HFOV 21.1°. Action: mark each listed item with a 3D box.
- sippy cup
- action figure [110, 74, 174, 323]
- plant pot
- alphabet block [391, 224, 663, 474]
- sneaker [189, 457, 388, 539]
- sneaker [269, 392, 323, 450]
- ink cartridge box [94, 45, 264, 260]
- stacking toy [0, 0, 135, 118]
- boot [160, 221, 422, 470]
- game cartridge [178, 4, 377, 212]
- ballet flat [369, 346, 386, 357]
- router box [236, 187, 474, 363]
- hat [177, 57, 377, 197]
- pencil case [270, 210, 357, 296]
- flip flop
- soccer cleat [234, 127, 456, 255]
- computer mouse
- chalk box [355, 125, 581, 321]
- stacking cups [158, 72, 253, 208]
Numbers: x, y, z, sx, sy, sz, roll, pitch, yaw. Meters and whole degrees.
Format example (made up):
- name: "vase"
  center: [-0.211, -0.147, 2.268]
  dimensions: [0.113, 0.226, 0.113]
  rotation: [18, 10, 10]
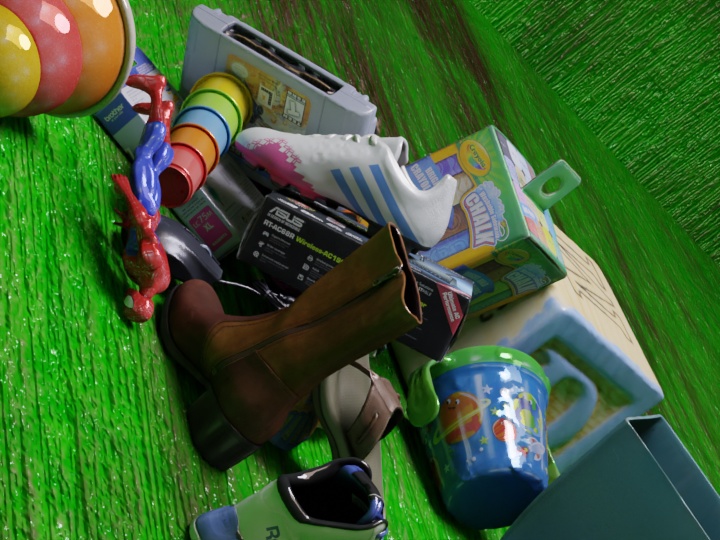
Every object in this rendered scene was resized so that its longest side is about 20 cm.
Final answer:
- name: "sippy cup"
  center: [0.117, 0.162, 1.789]
  dimensions: [0.176, 0.140, 0.131]
  rotation: [5, 47, -14]
- name: "action figure"
  center: [-0.168, -0.051, 1.495]
  dimensions: [0.066, 0.051, 0.202]
  rotation: [90, -4, -62]
- name: "plant pot"
  center: [0.215, 0.245, 1.727]
  dimensions: [0.142, 0.200, 0.141]
  rotation: [56, 16, 15]
- name: "alphabet block"
  center: [0.156, 0.072, 1.962]
  dimensions: [0.196, 0.195, 0.201]
  rotation: [41, 20, -39]
- name: "sneaker"
  center: [-0.012, 0.199, 1.342]
  dimensions: [0.199, 0.115, 0.081]
  rotation: [39, 21, -38]
- name: "sneaker"
  center: [-0.058, 0.089, 1.571]
  dimensions: [0.088, 0.075, 0.200]
  rotation: [40, 8, 14]
- name: "ink cartridge box"
  center: [-0.166, -0.108, 1.726]
  dimensions: [0.201, 0.042, 0.119]
  rotation: [53, 18, -6]
- name: "stacking toy"
  center: [-0.274, -0.162, 1.445]
  dimensions: [0.146, 0.146, 0.200]
  rotation: [51, 33, 0]
- name: "boot"
  center: [-0.055, 0.026, 1.447]
  dimensions: [0.068, 0.200, 0.189]
  rotation: [40, 19, -31]
- name: "game cartridge"
  center: [-0.080, -0.140, 1.751]
  dimensions: [0.199, 0.134, 0.041]
  rotation: [31, 40, 19]
- name: "ballet flat"
  center: [-0.015, 0.059, 1.736]
  dimensions: [0.074, 0.074, 0.200]
  rotation: [55, 16, 11]
- name: "router box"
  center: [0.000, 0.000, 1.671]
  dimensions: [0.199, 0.063, 0.150]
  rotation: [27, 6, 1]
- name: "hat"
  center: [-0.086, -0.121, 1.870]
  dimensions: [0.201, 0.199, 0.081]
  rotation: [59, -24, 23]
- name: "pencil case"
  center: [-0.028, -0.017, 1.845]
  dimensions: [0.089, 0.088, 0.200]
  rotation: [54, 18, 9]
- name: "flip flop"
  center: [0.006, 0.122, 1.507]
  dimensions: [0.081, 0.057, 0.202]
  rotation: [-36, 123, -58]
- name: "soccer cleat"
  center: [-0.009, -0.090, 1.665]
  dimensions: [0.199, 0.087, 0.070]
  rotation: [28, 7, 8]
- name: "computer mouse"
  center: [-0.106, 0.000, 1.577]
  dimensions: [0.199, 0.034, 0.059]
  rotation: [24, 15, -31]
- name: "chalk box"
  center: [0.113, -0.042, 1.812]
  dimensions: [0.124, 0.199, 0.125]
  rotation: [36, 34, -59]
- name: "stacking cups"
  center: [-0.144, -0.108, 1.648]
  dimensions: [0.061, 0.060, 0.200]
  rotation: [48, 25, -12]
